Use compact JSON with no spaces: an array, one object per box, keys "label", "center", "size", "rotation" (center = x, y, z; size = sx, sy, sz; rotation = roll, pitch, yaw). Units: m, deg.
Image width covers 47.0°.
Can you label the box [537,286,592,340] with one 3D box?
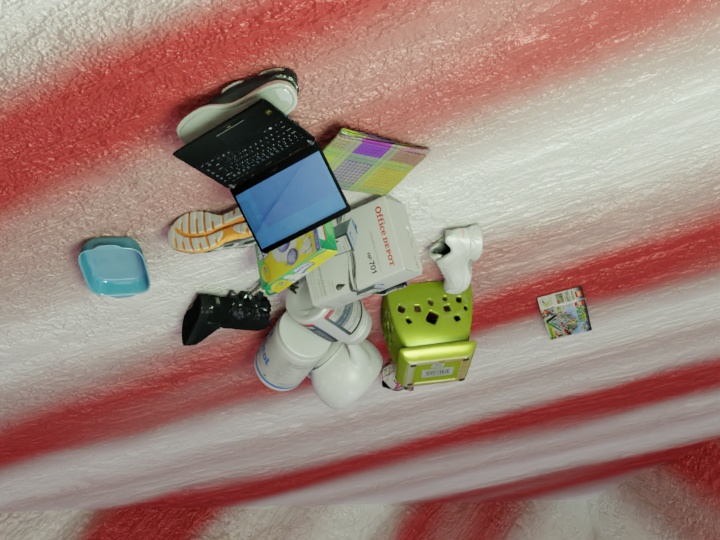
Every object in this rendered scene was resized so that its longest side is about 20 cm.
[{"label":"box","center":[0.501,0.107,2.025],"size":[0.109,0.035,0.200],"rotation":[-16,150,13]}]

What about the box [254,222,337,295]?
[{"label":"box","center":[-0.130,-0.043,1.520],"size":[0.048,0.118,0.200],"rotation":[11,146,-41]}]

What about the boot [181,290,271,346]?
[{"label":"boot","center":[-0.292,0.109,1.804],"size":[0.161,0.074,0.198],"rotation":[4,148,-27]}]

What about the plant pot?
[{"label":"plant pot","center":[0.157,0.150,1.869],"size":[0.198,0.183,0.199],"rotation":[-6,151,-5]}]

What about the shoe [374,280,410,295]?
[{"label":"shoe","center":[0.000,0.000,1.655],"size":[0.198,0.092,0.072],"rotation":[-6,151,-4]}]

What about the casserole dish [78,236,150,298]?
[{"label":"casserole dish","center":[-0.466,-0.010,1.580],"size":[0.120,0.039,0.200],"rotation":[-3,150,-8]}]

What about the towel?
[{"label":"towel","center":[0.007,-0.178,1.387],"size":[0.199,0.023,0.143],"rotation":[5,150,-36]}]

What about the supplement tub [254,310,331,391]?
[{"label":"supplement tub","center":[-0.157,0.181,1.898],"size":[0.131,0.133,0.200],"rotation":[6,147,-23]}]

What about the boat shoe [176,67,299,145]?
[{"label":"boat shoe","center":[-0.178,-0.238,1.222],"size":[0.198,0.061,0.076],"rotation":[-15,131,16]}]

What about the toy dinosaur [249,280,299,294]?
[{"label":"toy dinosaur","center":[-0.158,0.003,1.672],"size":[0.087,0.048,0.200],"rotation":[18,145,-13]}]

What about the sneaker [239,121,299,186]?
[{"label":"sneaker","center":[-0.138,-0.171,1.340],"size":[0.115,0.076,0.200],"rotation":[-2,150,-17]}]

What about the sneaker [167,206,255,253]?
[{"label":"sneaker","center":[-0.250,-0.065,1.499],"size":[0.198,0.079,0.077],"rotation":[-8,160,4]}]

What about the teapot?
[{"label":"teapot","center":[-0.055,0.224,1.989],"size":[0.200,0.198,0.146],"rotation":[-44,102,8]}]

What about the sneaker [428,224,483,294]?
[{"label":"sneaker","center":[0.183,-0.025,1.689],"size":[0.098,0.078,0.201],"rotation":[3,141,-6]}]

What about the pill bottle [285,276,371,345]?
[{"label":"pill bottle","center":[-0.061,0.087,1.766],"size":[0.119,0.120,0.200],"rotation":[-20,149,21]}]

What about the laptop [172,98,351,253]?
[{"label":"laptop","center":[-0.145,-0.133,1.235],"size":[0.176,0.104,0.200],"rotation":[-25,149,24]}]

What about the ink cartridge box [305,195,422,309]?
[{"label":"ink cartridge box","center":[-0.004,-0.031,1.530],"size":[0.199,0.148,0.086],"rotation":[-23,163,25]}]

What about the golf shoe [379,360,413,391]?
[{"label":"golf shoe","center":[0.095,0.274,2.185],"size":[0.091,0.073,0.200],"rotation":[-6,151,0]}]
